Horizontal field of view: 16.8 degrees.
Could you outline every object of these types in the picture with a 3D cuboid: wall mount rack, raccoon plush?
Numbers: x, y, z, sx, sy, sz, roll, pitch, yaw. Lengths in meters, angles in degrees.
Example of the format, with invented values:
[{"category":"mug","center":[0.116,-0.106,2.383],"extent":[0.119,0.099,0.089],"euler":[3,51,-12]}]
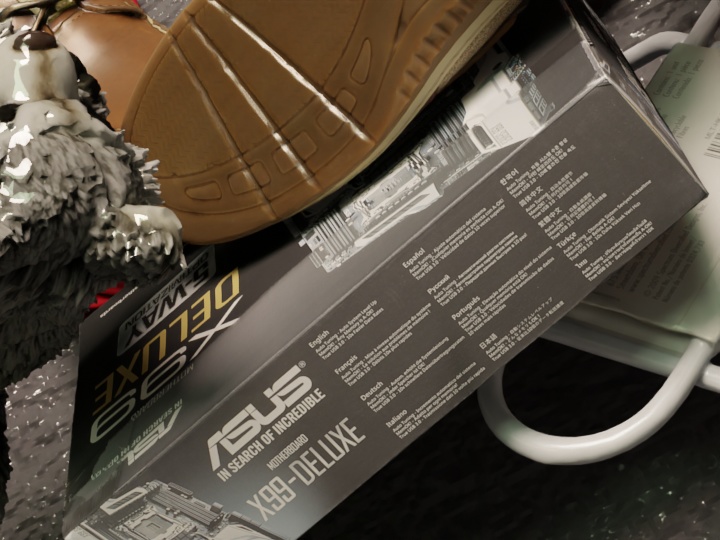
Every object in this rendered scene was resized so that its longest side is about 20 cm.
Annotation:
[{"category":"wall mount rack","center":[0.086,-0.011,0.756],"extent":[0.173,0.075,0.200],"euler":[17,60,35]},{"category":"raccoon plush","center":[-0.093,0.020,0.698],"extent":[0.097,0.200,0.134],"euler":[-20,34,-15]}]

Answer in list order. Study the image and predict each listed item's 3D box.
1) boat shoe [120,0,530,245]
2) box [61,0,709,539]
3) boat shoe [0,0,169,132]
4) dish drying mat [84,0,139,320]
[{"category":"boat shoe","center":[0.012,-0.080,0.719],"extent":[0.200,0.072,0.072],"euler":[-45,76,25]},{"category":"box","center":[0.000,0.000,0.730],"extent":[0.200,0.050,0.158],"euler":[-40,18,11]},{"category":"boat shoe","center":[-0.108,-0.070,0.826],"extent":[0.200,0.068,0.072],"euler":[15,41,43]},{"category":"dish drying mat","center":[-0.099,-0.048,0.904],"extent":[0.077,0.018,0.200],"euler":[-5,39,-17]}]
